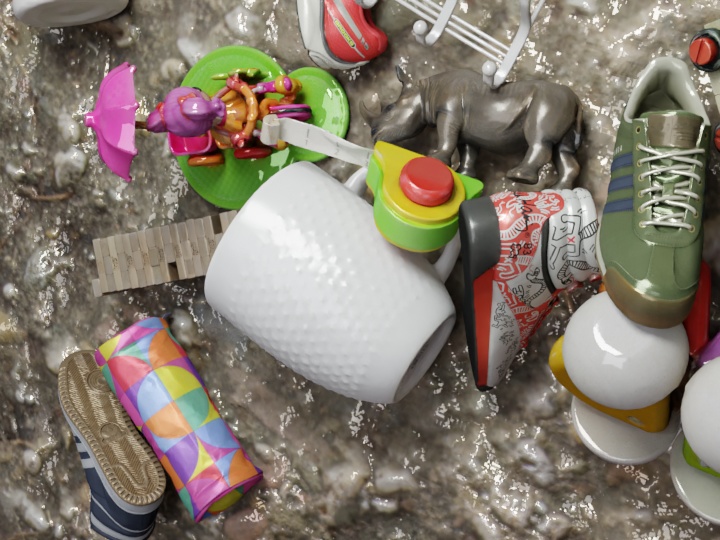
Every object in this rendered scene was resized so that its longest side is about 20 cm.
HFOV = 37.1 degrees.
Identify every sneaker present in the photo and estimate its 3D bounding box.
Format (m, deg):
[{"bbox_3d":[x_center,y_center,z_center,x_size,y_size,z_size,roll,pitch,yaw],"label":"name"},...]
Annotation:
[{"bbox_3d":[0.196,-0.064,0.710,0.066,0.202,0.091,8,134,7],"label":"sneaker"},{"bbox_3d":[0.133,0.019,0.813,0.106,0.203,0.068,-9,48,0],"label":"sneaker"},{"bbox_3d":[-0.256,0.182,1.079,0.201,0.069,0.109,55,145,33],"label":"sneaker"},{"bbox_3d":[-0.014,-0.272,0.897,0.084,0.077,0.203,-6,98,11],"label":"sneaker"}]

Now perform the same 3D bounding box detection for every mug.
[{"bbox_3d":[0.000,0.000,0.881,0.175,0.148,0.201,36,82,15],"label":"mug"}]

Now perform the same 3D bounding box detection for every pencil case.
[{"bbox_3d":[-0.174,0.138,1.022,0.088,0.088,0.201,-42,73,27],"label":"pencil case"}]

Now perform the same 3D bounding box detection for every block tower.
[{"bbox_3d":[-0.168,-0.018,1.014,0.198,0.054,0.059,-11,89,30],"label":"block tower"}]

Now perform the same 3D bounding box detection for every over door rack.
[{"bbox_3d":[0.094,-0.262,0.807,0.147,0.066,0.201,36,99,21],"label":"over door rack"}]

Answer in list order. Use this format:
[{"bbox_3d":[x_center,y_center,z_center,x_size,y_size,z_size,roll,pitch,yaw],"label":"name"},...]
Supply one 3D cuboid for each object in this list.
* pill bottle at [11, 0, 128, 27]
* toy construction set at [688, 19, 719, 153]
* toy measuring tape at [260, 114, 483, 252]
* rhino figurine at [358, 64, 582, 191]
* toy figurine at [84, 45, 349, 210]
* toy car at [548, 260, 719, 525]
[{"bbox_3d":[-0.290,-0.343,1.014,0.109,0.110,0.203,-10,91,30],"label":"pill bottle"},{"bbox_3d":[0.296,-0.129,0.710,0.130,0.091,0.203,-13,81,55],"label":"toy construction set"},{"bbox_3d":[0.009,-0.062,0.813,0.197,0.074,0.074,19,106,4],"label":"toy measuring tape"},{"bbox_3d":[0.085,-0.117,0.851,0.198,0.060,0.089,14,83,29],"label":"rhino figurine"},{"bbox_3d":[-0.137,-0.124,0.909,0.198,0.183,0.153,-4,94,29],"label":"toy figurine"},{"bbox_3d":[0.240,0.072,0.747,0.199,0.176,0.151,29,72,26],"label":"toy car"}]
